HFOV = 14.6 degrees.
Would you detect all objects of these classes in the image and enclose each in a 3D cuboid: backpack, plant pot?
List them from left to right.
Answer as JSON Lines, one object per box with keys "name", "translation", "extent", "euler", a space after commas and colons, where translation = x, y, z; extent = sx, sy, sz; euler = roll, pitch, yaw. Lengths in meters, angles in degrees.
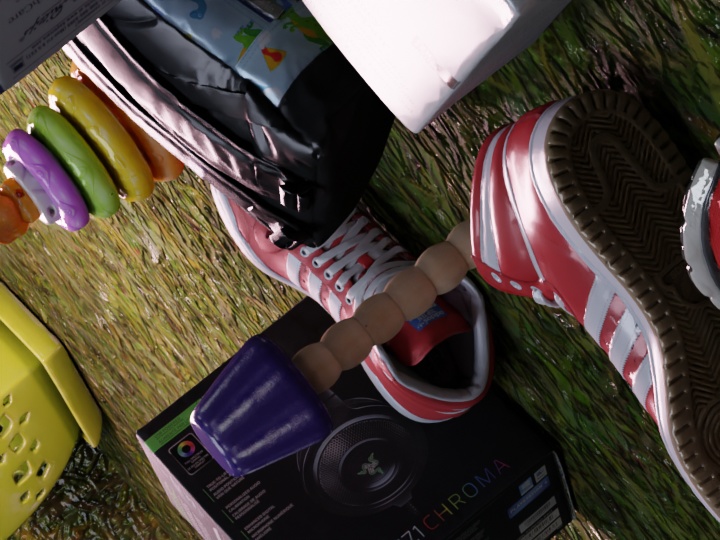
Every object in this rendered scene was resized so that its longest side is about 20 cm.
{"name": "plant pot", "translation": [-0.403, 0.137, 3.033], "extent": [0.199, 0.181, 0.200], "euler": [41, 163, 38]}
{"name": "backpack", "translation": [-0.074, -0.123, 1.338], "extent": [0.200, 0.154, 0.163], "euler": [27, 165, 8]}

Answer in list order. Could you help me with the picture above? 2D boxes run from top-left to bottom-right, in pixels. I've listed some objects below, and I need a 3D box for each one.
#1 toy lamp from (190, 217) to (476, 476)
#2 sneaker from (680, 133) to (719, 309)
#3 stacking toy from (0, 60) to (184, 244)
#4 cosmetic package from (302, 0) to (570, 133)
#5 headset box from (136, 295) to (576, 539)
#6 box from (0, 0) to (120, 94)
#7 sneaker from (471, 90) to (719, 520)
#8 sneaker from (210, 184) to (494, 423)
{"name": "toy lamp", "translation": [0.011, 0.018, 1.251], "extent": [0.058, 0.200, 0.058], "euler": [48, 166, 16]}
{"name": "sneaker", "translation": [0.180, 0.013, 0.974], "extent": [0.085, 0.077, 0.200], "euler": [30, 166, 46]}
{"name": "stacking toy", "translation": [-0.164, -0.065, 1.628], "extent": [0.116, 0.200, 0.110], "euler": [50, 167, 1]}
{"name": "cosmetic package", "translation": [0.033, -0.129, 1.069], "extent": [0.102, 0.074, 0.200], "euler": [50, 168, 3]}
{"name": "headset box", "translation": [-0.007, 0.116, 1.639], "extent": [0.200, 0.174, 0.093], "euler": [45, 166, 32]}
{"name": "box", "translation": [-0.160, -0.215, 1.247], "extent": [0.200, 0.184, 0.105], "euler": [47, 168, 23]}
{"name": "sneaker", "translation": [0.116, 0.019, 1.154], "extent": [0.200, 0.071, 0.112], "euler": [62, 162, -9]}
{"name": "sneaker", "translation": [0.000, 0.000, 1.531], "extent": [0.200, 0.071, 0.112], "euler": [48, 169, -5]}
